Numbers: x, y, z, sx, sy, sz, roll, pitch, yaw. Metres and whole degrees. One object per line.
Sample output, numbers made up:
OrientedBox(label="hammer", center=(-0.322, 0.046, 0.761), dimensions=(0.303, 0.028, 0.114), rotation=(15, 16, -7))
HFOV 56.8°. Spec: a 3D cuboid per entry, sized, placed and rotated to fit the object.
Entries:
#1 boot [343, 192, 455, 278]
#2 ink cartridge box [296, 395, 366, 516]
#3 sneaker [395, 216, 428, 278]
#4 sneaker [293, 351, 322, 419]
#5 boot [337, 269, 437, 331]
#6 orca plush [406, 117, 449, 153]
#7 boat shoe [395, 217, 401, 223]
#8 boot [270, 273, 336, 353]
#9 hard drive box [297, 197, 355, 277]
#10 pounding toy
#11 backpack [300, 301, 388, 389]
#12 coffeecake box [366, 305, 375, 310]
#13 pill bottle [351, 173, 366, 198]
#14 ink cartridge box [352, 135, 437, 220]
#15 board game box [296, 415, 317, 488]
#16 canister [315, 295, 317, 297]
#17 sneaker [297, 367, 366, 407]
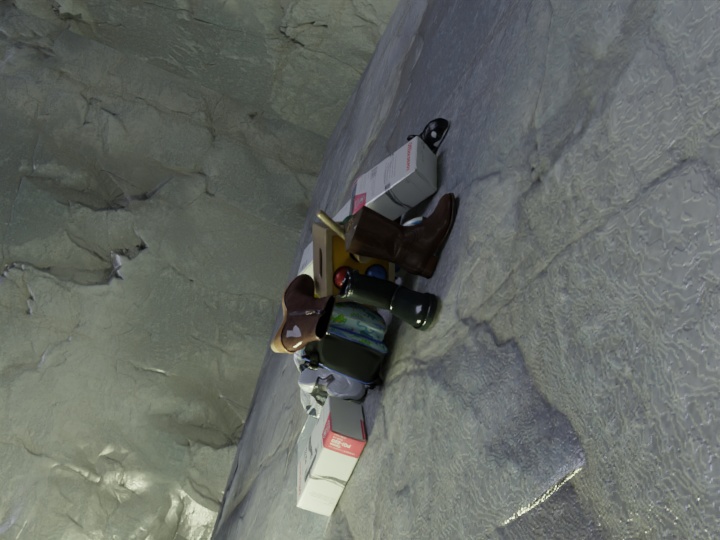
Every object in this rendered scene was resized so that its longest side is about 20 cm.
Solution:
OrientedBox(label="boot", center=(0.075, -0.098, 1.312), dimensions=(0.064, 0.199, 0.188), rotation=(175, 115, -77))
OrientedBox(label="ink cartridge box", center=(-0.066, 0.395, 1.427), dimensions=(0.146, 0.084, 0.201), rotation=(-103, 34, -70))
OrientedBox(label="sneaker", center=(0.103, -0.069, 1.466), dimensions=(0.200, 0.075, 0.087), rotation=(-54, 14, 53))
OrientedBox(label="sneaker", center=(-0.104, 0.299, 1.736), dimensions=(0.079, 0.130, 0.200), rotation=(-33, 56, 13))
OrientedBox(label="boot", center=(0.048, 0.051, 1.282), dimensions=(0.198, 0.161, 0.074), rotation=(-151, 80, -78))
OrientedBox(label="orca plush", center=(0.150, -0.330, 1.672), dimensions=(0.200, 0.071, 0.106), rotation=(164, 126, -76))
OrientedBox(label="boat shoe", center=(0.061, -0.090, 1.686), dimensions=(0.063, 0.071, 0.201), rotation=(-129, 57, -66))
OrientedBox(label="boot", center=(-0.098, 0.074, 1.346), dimensions=(0.166, 0.072, 0.201), rotation=(-24, 38, 45))
OrientedBox(label="hard drive box", center=(-0.060, -0.062, 1.653), dimensions=(0.200, 0.077, 0.156), rotation=(-46, 18, 23))
OrientedBox(label="pounding toy", center=(-0.021, -0.039, 1.403), dimensions=(0.142, 0.183, 0.202), rotation=(-149, 57, -67))
OrientedBox(label="backpack", center=(-0.032, 0.141, 1.452), dimensions=(0.200, 0.182, 0.148), rotation=(-127, 58, -78))
OrientedBox(label="coffeecake box", center=(-0.032, 0.170, 1.666), dimensions=(0.154, 0.073, 0.201), rotation=(-94, 26, -67))
OrientedBox(label="pill bottle", center=(0.037, -0.188, 1.832), dimensions=(0.200, 0.119, 0.120), rotation=(-99, 31, -68))
OrientedBox(label="ink cartridge box", center=(0.083, -0.202, 1.576), dimensions=(0.199, 0.083, 0.147), rotation=(-32, 32, 32))
OrientedBox(label="board game box", center=(-0.122, 0.436, 1.750), dimensions=(0.200, 0.026, 0.201), rotation=(-103, 35, -68))
OrientedBox(label="canister", center=(-0.098, 0.136, 1.846), dimensions=(0.087, 0.148, 0.200), rotation=(-63, 15, 6))
OrientedBox(label="sneaker", center=(-0.048, 0.284, 1.560), dimensions=(0.199, 0.114, 0.076), rotation=(3, 50, 42))
